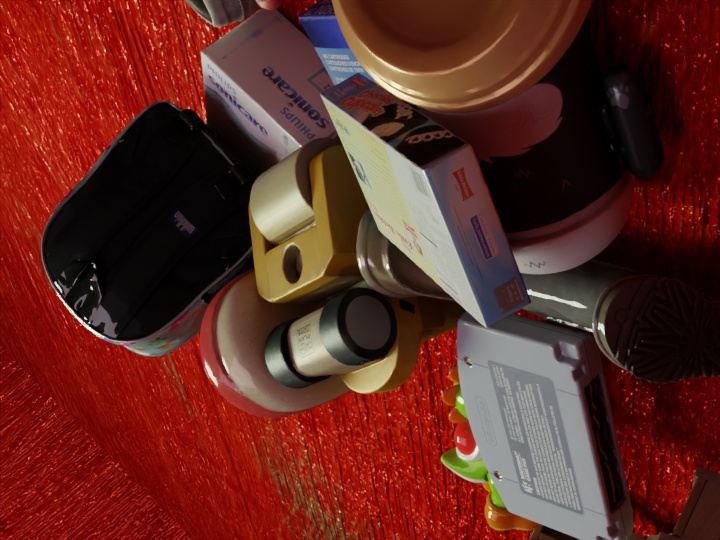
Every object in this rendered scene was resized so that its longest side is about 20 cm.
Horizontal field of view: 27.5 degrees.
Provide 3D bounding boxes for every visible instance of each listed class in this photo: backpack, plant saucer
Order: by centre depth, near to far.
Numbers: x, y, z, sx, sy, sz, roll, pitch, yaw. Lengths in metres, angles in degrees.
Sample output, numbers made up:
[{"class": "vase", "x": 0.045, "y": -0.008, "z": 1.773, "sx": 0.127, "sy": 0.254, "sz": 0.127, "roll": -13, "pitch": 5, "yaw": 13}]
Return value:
[{"class": "plant saucer", "x": 0.052, "y": -0.196, "z": 0.882, "sx": 0.199, "sy": 0.037, "sz": 0.203, "roll": 4, "pitch": 96, "yaw": 39}, {"class": "backpack", "x": -0.178, "y": -0.027, "z": 1.326, "sx": 0.178, "sy": 0.200, "sz": 0.151, "roll": 45, "pitch": 177, "yaw": 16}]

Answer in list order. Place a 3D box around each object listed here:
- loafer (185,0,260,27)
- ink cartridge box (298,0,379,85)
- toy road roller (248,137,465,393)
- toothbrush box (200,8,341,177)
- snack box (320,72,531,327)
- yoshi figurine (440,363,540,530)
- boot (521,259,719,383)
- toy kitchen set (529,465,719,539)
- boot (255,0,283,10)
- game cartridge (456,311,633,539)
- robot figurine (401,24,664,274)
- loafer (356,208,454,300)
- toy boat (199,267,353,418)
[{"class": "loafer", "x": -0.166, "y": -0.278, "z": 1.300, "sx": 0.199, "sy": 0.070, "sz": 0.070, "roll": 37, "pitch": 155, "yaw": 32}, {"class": "ink cartridge box", "x": 0.041, "y": -0.149, "z": 1.091, "sx": 0.136, "sy": 0.076, "sz": 0.201, "roll": 13, "pitch": 135, "yaw": 58}, {"class": "toy road roller", "x": 0.000, "y": 0.000, "z": 1.208, "sx": 0.123, "sy": 0.145, "sz": 0.202, "roll": -26, "pitch": 71, "yaw": 53}, {"class": "toothbrush box", "x": -0.065, "y": -0.117, "z": 1.337, "sx": 0.146, "sy": 0.085, "sz": 0.201, "roll": 44, "pitch": 158, "yaw": 20}, {"class": "snack box", "x": 0.039, "y": -0.052, "z": 0.971, "sx": 0.117, "sy": 0.037, "sz": 0.200, "roll": 66, "pitch": 170, "yaw": -27}, {"class": "yoshi figurine", "x": 0.141, "y": 0.129, "z": 1.294, "sx": 0.112, "sy": 0.112, "sz": 0.201, "roll": 20, "pitch": 138, "yaw": 33}, {"class": "boot", "x": 0.164, "y": 0.018, "z": 1.038, "sx": 0.181, "sy": 0.073, "sz": 0.199, "roll": 18, "pitch": -172, "yaw": -42}, {"class": "toy kitchen set", "x": 0.206, "y": 0.261, "z": 1.234, "sx": 0.179, "sy": 0.164, "sz": 0.201, "roll": 20, "pitch": 149, "yaw": 22}, {"class": "boot", "x": -0.067, "y": -0.258, "z": 1.140, "sx": 0.200, "sy": 0.072, "sz": 0.145, "roll": 37, "pitch": 156, "yaw": 52}, {"class": "game cartridge", "x": 0.142, "y": 0.121, "z": 1.170, "sx": 0.132, "sy": 0.040, "sz": 0.202, "roll": 12, "pitch": 130, "yaw": 40}, {"class": "robot figurine", "x": 0.108, "y": -0.095, "z": 0.974, "sx": 0.201, "sy": 0.124, "sz": 0.150, "roll": 65, "pitch": 170, "yaw": -27}, {"class": "loafer", "x": 0.077, "y": -0.013, "z": 1.150, "sx": 0.068, "sy": 0.199, "sz": 0.077, "roll": -7, "pitch": 80, "yaw": 43}, {"class": "toy boat", "x": -0.069, "y": 0.065, "z": 1.307, "sx": 0.130, "sy": 0.199, "sz": 0.132, "roll": -30, "pitch": 82, "yaw": 37}]
